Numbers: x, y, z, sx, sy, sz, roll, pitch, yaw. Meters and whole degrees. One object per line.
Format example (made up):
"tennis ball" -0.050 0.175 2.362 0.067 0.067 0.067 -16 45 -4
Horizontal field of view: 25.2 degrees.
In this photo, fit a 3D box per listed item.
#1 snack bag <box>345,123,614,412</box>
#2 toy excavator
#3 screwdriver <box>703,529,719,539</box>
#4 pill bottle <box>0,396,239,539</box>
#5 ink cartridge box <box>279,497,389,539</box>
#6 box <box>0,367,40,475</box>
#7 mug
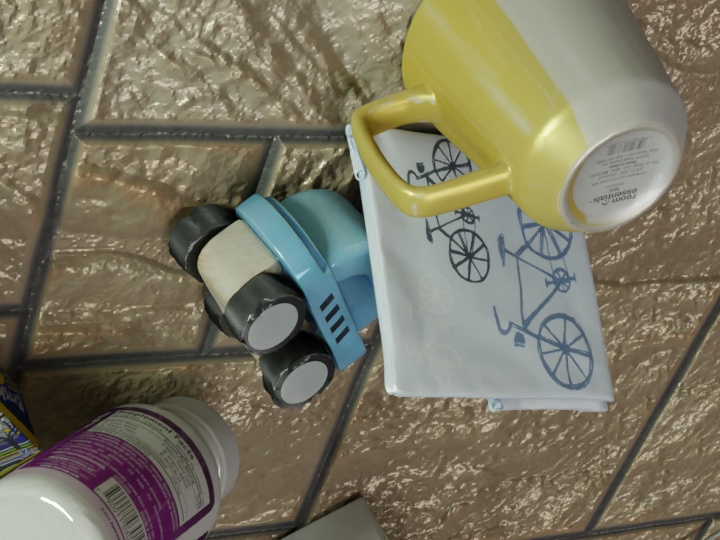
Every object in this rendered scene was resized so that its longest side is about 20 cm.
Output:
"snack bag" 0.079 0.001 1.056 0.199 0.190 0.021 3 161 -37
"toy excavator" 0.000 0.000 1.073 0.199 0.100 0.195 -35 142 -8
"screwdriver" 0.348 0.270 1.596 0.199 0.028 0.029 -30 111 4
"pill bottle" -0.160 0.153 1.052 0.113 0.112 0.200 -55 170 26
"ink cartridge box" -0.007 0.318 1.340 0.145 0.145 0.201 -27 140 -3
"box" -0.311 0.129 1.025 0.199 0.064 0.070 -31 140 0
"mug" 0.110 -0.092 0.992 0.186 0.154 0.149 -43 139 14
